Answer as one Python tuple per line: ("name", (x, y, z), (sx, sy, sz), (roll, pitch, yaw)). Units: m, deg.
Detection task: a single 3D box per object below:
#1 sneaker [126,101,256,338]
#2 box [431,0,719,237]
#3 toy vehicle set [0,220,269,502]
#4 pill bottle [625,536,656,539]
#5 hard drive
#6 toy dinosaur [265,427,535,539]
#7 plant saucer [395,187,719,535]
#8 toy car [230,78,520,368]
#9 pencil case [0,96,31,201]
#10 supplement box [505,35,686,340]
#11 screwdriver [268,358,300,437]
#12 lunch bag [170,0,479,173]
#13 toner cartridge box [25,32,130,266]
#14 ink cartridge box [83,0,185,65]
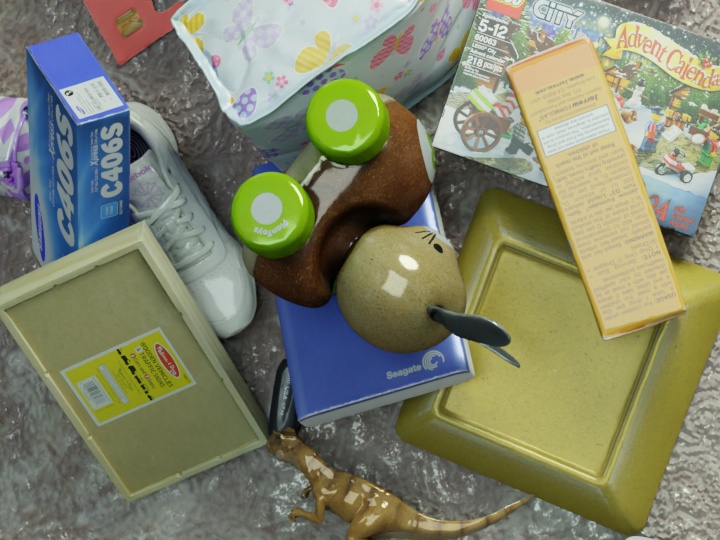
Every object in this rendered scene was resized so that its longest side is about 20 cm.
("sneaker", (-0.149, -0.037, 1.666), (0.075, 0.100, 0.201), (-33, 82, 6))
("box", (0.165, -0.120, 1.598), (0.199, 0.038, 0.138), (19, 95, 4))
("toy vehicle set", (-0.165, 0.071, 1.646), (0.124, 0.027, 0.201), (-23, 120, 12))
("pill bottle", (0.198, 0.298, 1.555), (0.119, 0.120, 0.201), (24, 95, 14))
("hard drive", (0.000, 0.000, 1.635), (0.131, 0.025, 0.201), (-17, 68, 14))
("toy dinosaur", (0.013, 0.180, 1.629), (0.199, 0.060, 0.107), (22, 107, 7))
("plant saucer", (0.141, 0.064, 1.613), (0.199, 0.048, 0.201), (21, 93, 14))
("toy car", (0.033, -0.009, 1.531), (0.200, 0.164, 0.158), (39, 88, 16))
("pencil case", (-0.331, -0.094, 1.723), (0.198, 0.086, 0.084), (3, 130, 17))
("supplement box", (0.163, -0.055, 1.543), (0.068, 0.067, 0.201), (-22, 87, 7))
("screwdriver", (-0.042, 0.028, 1.679), (0.029, 0.028, 0.202), (3, 82, 44))
("lunch bag", (-0.012, -0.175, 1.588), (0.199, 0.170, 0.128), (-32, 75, 6))
("toner cartridge box", (-0.205, -0.063, 1.631), (0.043, 0.201, 0.095), (-17, 48, -22))
("ink cartridge box", (-0.177, -0.284, 1.708), (0.160, 0.050, 0.201), (-32, 79, 12))
